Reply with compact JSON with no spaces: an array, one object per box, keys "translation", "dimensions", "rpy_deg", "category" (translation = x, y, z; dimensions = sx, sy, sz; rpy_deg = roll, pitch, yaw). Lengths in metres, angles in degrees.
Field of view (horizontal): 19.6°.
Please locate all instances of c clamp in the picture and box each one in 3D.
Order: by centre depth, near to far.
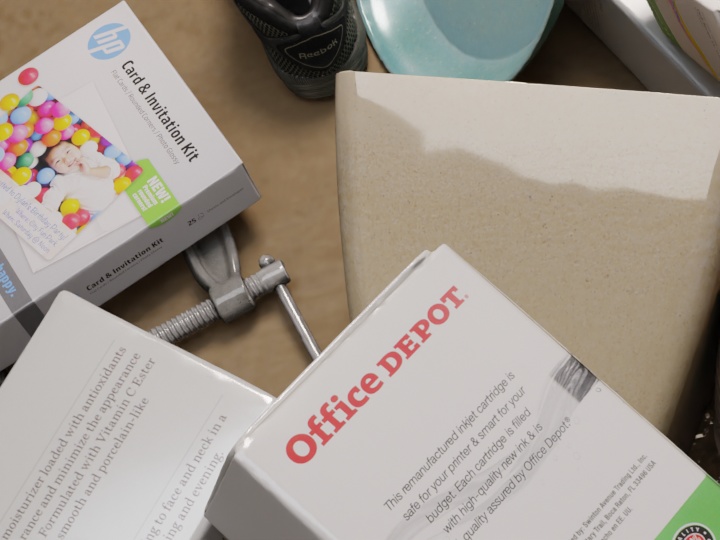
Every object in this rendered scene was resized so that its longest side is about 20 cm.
[{"translation":[-0.134,0.025,1.170],"dimensions":[0.200,0.027,0.171],"rpy_deg":[-23,63,2],"category":"c clamp"}]

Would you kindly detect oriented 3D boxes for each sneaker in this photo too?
[{"translation":[-0.057,-0.206,1.207],"dimensions":[0.076,0.114,0.200],"rpy_deg":[-21,63,1],"category":"sneaker"}]

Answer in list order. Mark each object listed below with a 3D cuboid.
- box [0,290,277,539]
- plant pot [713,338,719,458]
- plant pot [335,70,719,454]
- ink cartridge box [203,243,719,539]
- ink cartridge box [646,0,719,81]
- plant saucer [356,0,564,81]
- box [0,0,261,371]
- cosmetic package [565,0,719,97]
[{"translation":[-0.120,0.149,1.019],"dimensions":[0.131,0.200,0.199],"rpy_deg":[26,75,19],"category":"box"},{"translation":[0.238,0.078,1.007],"dimensions":[0.093,0.201,0.201],"rpy_deg":[-46,60,32],"category":"plant pot"},{"translation":[0.093,0.016,1.046],"dimensions":[0.200,0.200,0.177],"rpy_deg":[6,83,14],"category":"plant pot"},{"translation":[0.055,0.110,0.896],"dimensions":[0.200,0.084,0.146],"rpy_deg":[42,62,7],"category":"ink cartridge box"},{"translation":[0.211,-0.141,0.997],"dimensions":[0.117,0.067,0.200],"rpy_deg":[-30,24,2],"category":"ink cartridge box"},{"translation":[0.062,-0.191,1.158],"dimensions":[0.036,0.200,0.200],"rpy_deg":[-5,59,-34],"category":"plant saucer"},{"translation":[-0.179,-0.045,1.189],"dimensions":[0.200,0.041,0.156],"rpy_deg":[-33,55,-5],"category":"box"},{"translation":[0.189,-0.158,1.151],"dimensions":[0.113,0.081,0.200],"rpy_deg":[-35,66,-4],"category":"cosmetic package"}]
